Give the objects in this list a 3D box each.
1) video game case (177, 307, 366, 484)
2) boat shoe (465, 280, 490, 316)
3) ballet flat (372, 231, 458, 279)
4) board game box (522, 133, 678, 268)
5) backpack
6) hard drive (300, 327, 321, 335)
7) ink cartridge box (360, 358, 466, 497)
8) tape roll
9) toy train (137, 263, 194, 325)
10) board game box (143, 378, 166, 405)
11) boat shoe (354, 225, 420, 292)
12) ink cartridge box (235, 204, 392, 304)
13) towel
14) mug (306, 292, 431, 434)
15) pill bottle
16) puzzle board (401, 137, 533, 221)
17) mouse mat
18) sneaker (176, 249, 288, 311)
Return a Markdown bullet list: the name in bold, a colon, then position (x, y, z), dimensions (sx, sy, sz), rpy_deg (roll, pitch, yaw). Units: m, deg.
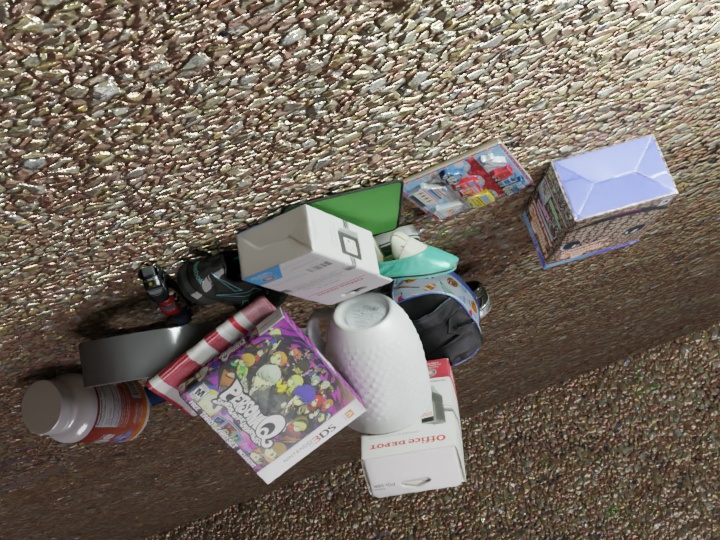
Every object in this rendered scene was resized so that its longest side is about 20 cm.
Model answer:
- **video game case**: position (-0.120, 0.177, 1.525), dimensions (0.181, 0.200, 0.036), rpy_deg (-37, -154, 3)
- **boat shoe**: position (0.123, 0.057, 1.916), dimensions (0.200, 0.071, 0.064), rpy_deg (-14, 133, 17)
- **ballet flat**: position (0.034, -0.017, 1.541), dimensions (0.200, 0.070, 0.067), rpy_deg (-10, -163, 12)
- **board game box**: position (0.344, -0.097, 1.611), dimensions (0.159, 0.097, 0.200), rpy_deg (-16, 163, -8)
- **backpack**: position (0.099, 0.085, 1.777), dimensions (0.190, 0.154, 0.200), rpy_deg (-21, 127, 25)
- **hard drive**: position (-0.184, 0.141, 1.938), dimensions (0.200, 0.025, 0.132), rpy_deg (-5, 159, -38)
- **ink cartridge box**: position (0.077, 0.236, 1.678), dimensions (0.147, 0.200, 0.083), rpy_deg (-10, 124, 6)
- **tape roll**: position (-0.305, 0.123, 1.603), dimensions (0.200, 0.066, 0.200), rpy_deg (-9, 176, -1)
- **toy train**: position (-0.260, 0.038, 1.502), dimensions (0.034, 0.046, 0.200), rpy_deg (-18, 163, 0)
- **board game box**: position (-0.237, 0.142, 1.757), dimensions (0.200, 0.035, 0.136), rpy_deg (-19, -162, 4)
- **boat shoe**: position (0.000, 0.000, 1.619), dimensions (0.200, 0.064, 0.071), rpy_deg (-25, 162, 22)
- **ink cartridge box**: position (-0.057, -0.016, 1.456), dimensions (0.116, 0.067, 0.200), rpy_deg (-21, 159, 27)
- **towel**: position (-0.188, 0.123, 1.536), dimensions (0.200, 0.023, 0.144), rpy_deg (-37, 151, -1)
- **mug**: position (0.000, 0.120, 1.635), dimensions (0.148, 0.200, 0.176), rpy_deg (-42, 135, -34)
- **pill bottle**: position (-0.444, 0.222, 1.780), dimensions (0.112, 0.112, 0.200), rpy_deg (-26, 161, 24)
- **puzzle board**: position (0.144, -0.115, 1.489), dimensions (0.151, 0.017, 0.200), rpy_deg (-23, 162, 15)
- **mouse mat**: position (-0.023, -0.068, 1.465), dimensions (0.161, 0.008, 0.200), rpy_deg (-14, 165, -4)
- **sneaker**: position (-0.154, 0.016, 1.493), dimensions (0.079, 0.075, 0.200), rpy_deg (-31, 160, 29)
